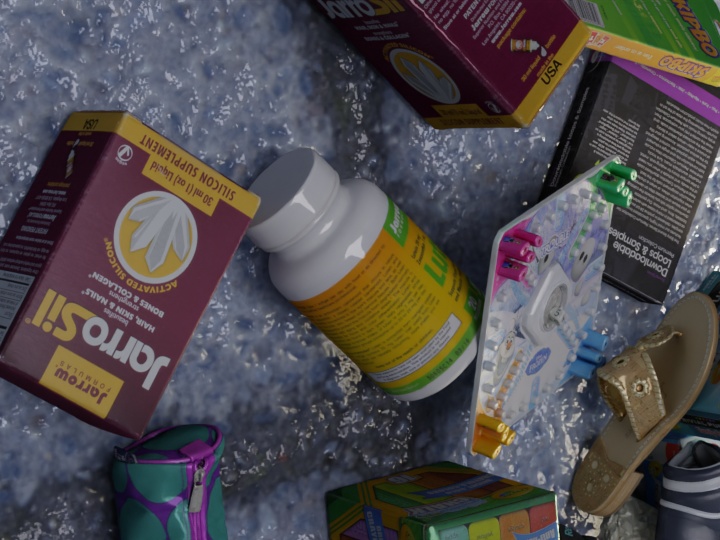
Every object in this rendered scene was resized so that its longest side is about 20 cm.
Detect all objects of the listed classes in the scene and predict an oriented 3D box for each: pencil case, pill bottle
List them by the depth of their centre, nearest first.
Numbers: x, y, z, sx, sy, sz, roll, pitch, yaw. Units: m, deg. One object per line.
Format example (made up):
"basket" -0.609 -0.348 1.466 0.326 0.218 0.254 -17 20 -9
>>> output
"pencil case" -0.134 0.220 1.534 0.085 0.092 0.201 -11 100 -30
"pill bottle" 0.000 0.000 1.589 0.200 0.111 0.111 44 71 -26

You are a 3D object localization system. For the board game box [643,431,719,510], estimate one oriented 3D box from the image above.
"board game box" 0.352 0.224 1.849 0.199 0.056 0.197 -9 98 -30

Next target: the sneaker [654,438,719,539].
"sneaker" 0.338 0.197 1.766 0.199 0.070 0.109 -3 96 -28

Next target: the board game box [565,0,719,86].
"board game box" 0.234 -0.214 1.736 0.199 0.030 0.096 10 48 -29

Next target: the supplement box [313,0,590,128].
"supplement box" 0.058 -0.210 1.590 0.200 0.131 0.103 44 72 -25

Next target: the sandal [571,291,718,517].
"sandal" 0.224 0.108 1.729 0.070 0.078 0.212 19 103 -35

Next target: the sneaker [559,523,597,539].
"sneaker" 0.130 0.300 1.721 0.079 0.075 0.200 33 68 -17

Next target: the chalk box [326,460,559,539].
"chalk box" 0.078 0.233 1.599 0.125 0.200 0.124 -10 98 -30

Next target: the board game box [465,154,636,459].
"board game box" 0.156 0.029 1.651 0.200 0.026 0.201 -32 135 -49

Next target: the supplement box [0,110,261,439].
"supplement box" -0.184 0.001 1.482 0.131 0.103 0.200 32 78 -29

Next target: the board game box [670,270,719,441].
"board game box" 0.335 0.075 1.745 0.047 0.200 0.151 48 70 -25

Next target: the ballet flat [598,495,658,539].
"ballet flat" 0.239 0.295 1.773 0.072 0.072 0.201 0 94 -31

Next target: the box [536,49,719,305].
"box" 0.233 -0.088 1.769 0.143 0.036 0.201 26 78 -29
